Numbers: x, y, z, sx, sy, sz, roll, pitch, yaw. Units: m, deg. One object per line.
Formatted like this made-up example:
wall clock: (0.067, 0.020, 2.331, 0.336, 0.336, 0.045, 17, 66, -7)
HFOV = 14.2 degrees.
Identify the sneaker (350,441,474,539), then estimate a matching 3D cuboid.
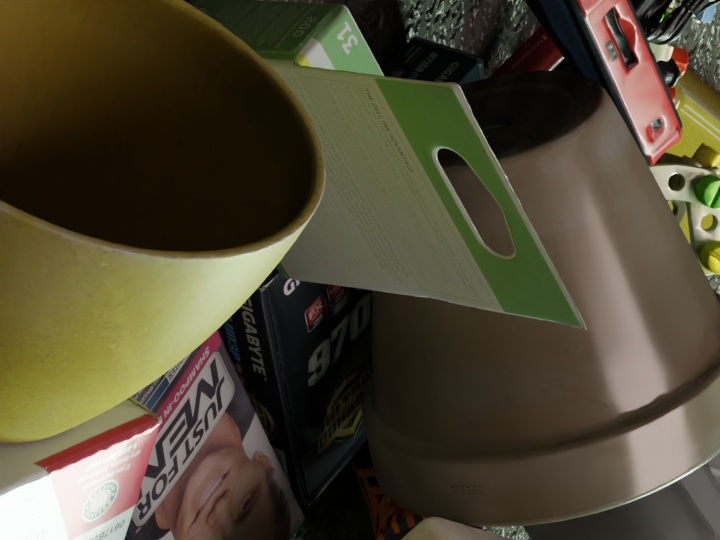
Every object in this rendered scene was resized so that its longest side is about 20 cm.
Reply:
sneaker: (0.022, 0.129, 1.555, 0.200, 0.077, 0.112, 82, -7, -75)

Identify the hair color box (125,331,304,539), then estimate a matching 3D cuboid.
hair color box: (-0.097, 0.094, 1.385, 0.100, 0.060, 0.200, -55, 149, -24)

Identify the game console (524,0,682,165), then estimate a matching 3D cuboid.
game console: (0.090, -0.153, 1.451, 0.031, 0.177, 0.200, -35, 147, -2)

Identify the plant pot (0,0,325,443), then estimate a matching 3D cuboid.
plant pot: (-0.133, -0.017, 1.146, 0.200, 0.200, 0.142, -24, 148, -53)

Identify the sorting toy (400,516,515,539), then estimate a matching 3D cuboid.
sorting toy: (0.020, 0.223, 1.430, 0.200, 0.070, 0.199, -44, 155, 10)

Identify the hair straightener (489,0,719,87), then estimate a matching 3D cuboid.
hair straightener: (0.153, -0.139, 1.600, 0.200, 0.041, 0.077, -48, 121, 0)

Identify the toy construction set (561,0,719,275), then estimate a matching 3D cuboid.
toy construction set: (0.173, -0.104, 1.666, 0.092, 0.131, 0.201, 176, -73, -73)

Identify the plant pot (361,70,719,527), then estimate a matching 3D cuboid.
plant pot: (0.082, 0.003, 1.435, 0.200, 0.200, 0.174, -39, 123, -43)

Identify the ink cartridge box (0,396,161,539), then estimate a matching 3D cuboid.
ink cartridge box: (-0.179, 0.142, 1.215, 0.147, 0.086, 0.200, -24, 138, -52)

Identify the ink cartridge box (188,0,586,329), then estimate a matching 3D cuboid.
ink cartridge box: (0.010, -0.050, 1.298, 0.048, 0.200, 0.146, -51, 128, -29)

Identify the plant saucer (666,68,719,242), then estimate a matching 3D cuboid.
plant saucer: (0.177, -0.033, 1.790, 0.200, 0.048, 0.200, 25, 86, -61)

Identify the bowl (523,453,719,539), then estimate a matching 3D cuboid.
bowl: (0.176, 0.144, 1.508, 0.199, 0.200, 0.075, 27, 113, -40)

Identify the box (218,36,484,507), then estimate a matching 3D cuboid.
box: (0.000, 0.000, 1.506, 0.200, 0.046, 0.159, -47, 144, -34)
